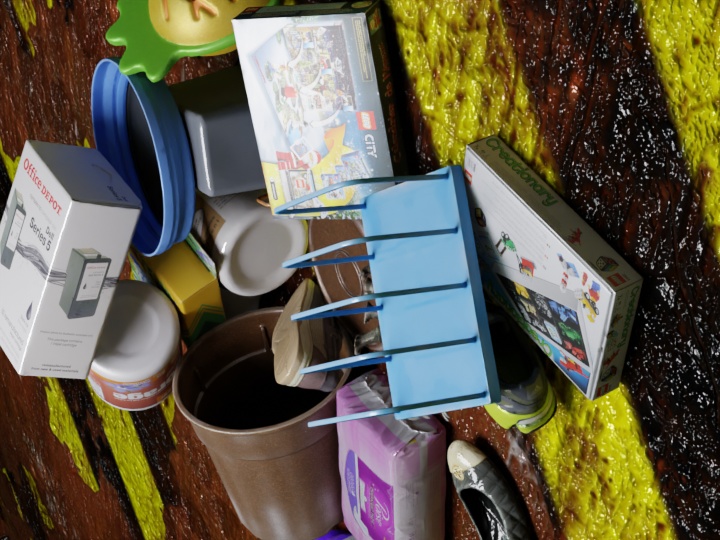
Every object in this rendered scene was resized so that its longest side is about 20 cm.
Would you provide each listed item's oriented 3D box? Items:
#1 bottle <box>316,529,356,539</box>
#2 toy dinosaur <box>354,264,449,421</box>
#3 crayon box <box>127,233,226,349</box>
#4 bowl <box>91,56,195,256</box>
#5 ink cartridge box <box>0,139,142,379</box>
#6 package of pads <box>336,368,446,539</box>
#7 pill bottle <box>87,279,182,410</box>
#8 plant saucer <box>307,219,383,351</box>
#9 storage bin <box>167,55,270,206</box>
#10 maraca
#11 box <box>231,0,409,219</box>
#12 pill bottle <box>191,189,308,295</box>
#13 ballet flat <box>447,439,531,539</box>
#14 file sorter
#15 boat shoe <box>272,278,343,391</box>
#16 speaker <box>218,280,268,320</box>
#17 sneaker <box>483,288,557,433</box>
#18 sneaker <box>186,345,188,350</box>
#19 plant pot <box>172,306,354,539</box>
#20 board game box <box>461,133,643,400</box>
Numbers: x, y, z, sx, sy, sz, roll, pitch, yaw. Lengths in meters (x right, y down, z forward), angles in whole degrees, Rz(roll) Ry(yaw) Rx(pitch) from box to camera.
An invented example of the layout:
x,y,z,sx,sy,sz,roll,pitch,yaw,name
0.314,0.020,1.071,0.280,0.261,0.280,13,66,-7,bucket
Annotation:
x,y,z,sx,sy,sz,roll,pitch,yaw,name
-0.008,0.351,1.978,0.200,0.065,0.084,21,129,58,bottle
0.049,0.038,1.599,0.077,0.101,0.202,-64,-18,-62,toy dinosaur
-0.205,0.002,1.853,0.126,0.051,0.200,51,165,19,crayon box
-0.218,-0.117,1.701,0.201,0.039,0.202,45,142,50,bowl
-0.311,-0.013,1.734,0.145,0.083,0.202,44,120,48,ink cartridge box
0.033,0.215,1.769,0.120,0.075,0.201,44,147,43,package of pads
-0.251,0.091,1.872,0.113,0.111,0.200,60,168,14,pill bottle
0.000,0.000,1.707,0.200,0.034,0.202,45,148,38,plant saucer
-0.125,-0.132,1.702,0.200,0.133,0.147,29,130,59,storage bin
-0.154,-0.259,1.629,0.107,0.199,0.138,51,-170,-53,maraca
-0.033,-0.145,1.562,0.135,0.038,0.202,1,117,24,box
-0.153,-0.069,1.860,0.200,0.114,0.115,43,146,42,pill bottle
0.130,0.258,1.632,0.202,0.056,0.066,66,154,2,ballet flat
0.016,0.027,1.435,0.138,0.122,0.202,-17,81,55,file sorter
-0.051,0.073,1.773,0.072,0.064,0.200,-58,12,17,boat shoe
-0.152,0.055,2.003,0.081,0.081,0.201,52,151,29,speaker
0.102,0.046,1.482,0.200,0.074,0.081,48,164,22,sneaker
-0.125,0.141,1.989,0.201,0.087,0.076,57,-178,-19,sneaker
-0.085,0.179,1.863,0.200,0.199,0.199,38,151,46,plant pot
0.149,-0.004,1.398,0.200,0.034,0.127,49,149,35,board game box
